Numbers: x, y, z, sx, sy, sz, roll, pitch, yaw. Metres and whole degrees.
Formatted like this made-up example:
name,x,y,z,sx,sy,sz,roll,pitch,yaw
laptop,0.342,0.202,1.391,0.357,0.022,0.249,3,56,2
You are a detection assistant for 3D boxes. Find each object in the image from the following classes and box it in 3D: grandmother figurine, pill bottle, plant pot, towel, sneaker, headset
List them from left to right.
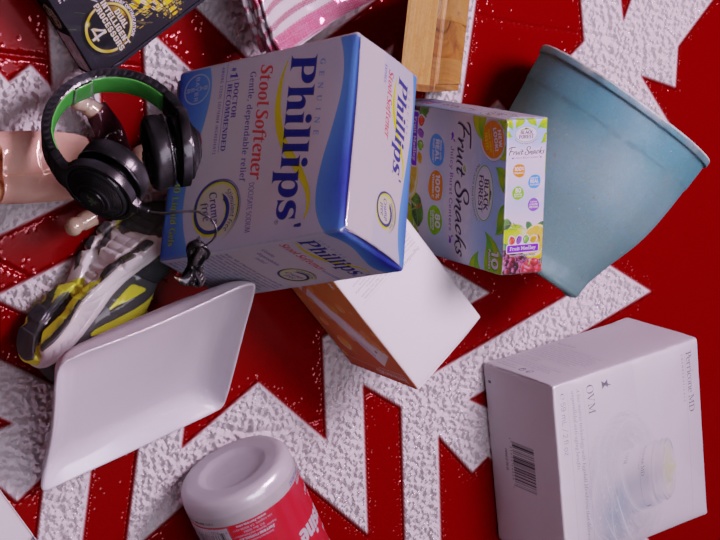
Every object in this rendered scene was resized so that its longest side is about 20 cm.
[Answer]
name,x,y,z,sx,sy,sz,roll,pitch,yaw
grandmother figurine,-0.241,-0.093,1.624,0.198,0.060,0.123,0,104,-36
sneaker,-0.219,0.022,1.660,0.200,0.074,0.085,-45,134,-13
headset,-0.186,-0.079,1.566,0.123,0.200,0.094,-29,155,-24
pill bottle,-0.084,0.267,1.762,0.112,0.112,0.202,-34,116,-23
towel,-0.057,-0.305,1.651,0.146,0.030,0.202,-37,123,-32
plant pot,0.208,-0.087,1.841,0.199,0.200,0.189,32,95,-33

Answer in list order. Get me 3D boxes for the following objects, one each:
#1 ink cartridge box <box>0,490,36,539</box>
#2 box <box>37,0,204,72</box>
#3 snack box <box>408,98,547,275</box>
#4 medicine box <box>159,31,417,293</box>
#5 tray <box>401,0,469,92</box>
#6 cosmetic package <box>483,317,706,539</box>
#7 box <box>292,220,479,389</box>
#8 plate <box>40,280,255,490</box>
name,x,y,z,sx,sy,sz,roll,pitch,yaw
ink cartridge box,-0.340,0.282,1.613,0.145,0.083,0.201,-40,118,-20
box,-0.217,-0.289,1.583,0.161,0.049,0.201,-39,125,-15
snack box,0.098,-0.083,1.761,0.052,0.199,0.144,-6,103,-30
medicine box,-0.061,-0.088,1.616,0.103,0.198,0.184,29,59,-50
tray,0.071,-0.217,1.734,0.037,0.200,0.100,7,97,9
cosmetic package,0.250,0.178,1.960,0.198,0.122,0.202,-16,108,-31
box,0.000,0.000,1.758,0.098,0.124,0.200,-47,120,-16
plate,-0.194,0.094,1.647,0.198,0.032,0.201,-23,151,-29
